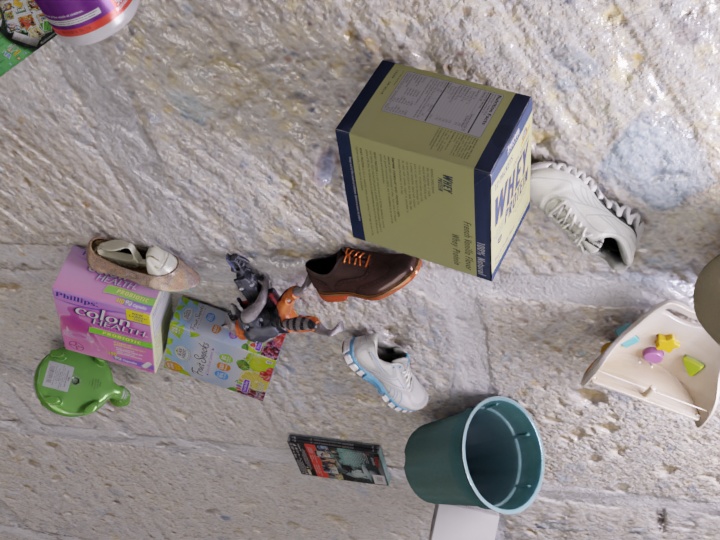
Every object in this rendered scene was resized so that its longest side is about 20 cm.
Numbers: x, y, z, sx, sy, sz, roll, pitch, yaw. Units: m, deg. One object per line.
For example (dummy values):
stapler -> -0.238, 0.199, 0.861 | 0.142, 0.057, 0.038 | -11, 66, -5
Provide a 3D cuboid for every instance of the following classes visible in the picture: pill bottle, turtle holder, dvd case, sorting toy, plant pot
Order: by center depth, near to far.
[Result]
pill bottle -> -0.343, -0.366, 1.156 | 0.111, 0.113, 0.201 | -2, 141, 23
sorting toy -> 0.457, 0.118, 1.501 | 0.198, 0.107, 0.181 | 20, 137, -4
plant pot -> 0.192, 0.338, 1.822 | 0.200, 0.201, 0.195 | 36, 148, -25
turtle holder -> -0.556, 0.220, 2.011 | 0.184, 0.142, 0.132 | -13, 174, -28
dvd case -> -0.044, 0.398, 2.119 | 0.198, 0.022, 0.147 | 5, 142, 17

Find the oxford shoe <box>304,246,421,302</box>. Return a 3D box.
oxford shoe -> 0.000, 0.000, 1.541 | 0.199, 0.072, 0.073 | -13, 130, 34

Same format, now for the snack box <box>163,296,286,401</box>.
snack box -> -0.248, 0.144, 1.827 | 0.198, 0.068, 0.169 | 20, 144, -2

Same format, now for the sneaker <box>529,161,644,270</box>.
sneaker -> 0.287, -0.072, 1.326 | 0.199, 0.082, 0.075 | 29, 144, -15

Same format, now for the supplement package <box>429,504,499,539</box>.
supplement package -> 0.202, 0.493, 1.982 | 0.120, 0.121, 0.200 | 12, -174, 5

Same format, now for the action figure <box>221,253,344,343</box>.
action figure -> -0.150, 0.061, 1.652 | 0.192, 0.105, 0.200 | -15, 133, 28

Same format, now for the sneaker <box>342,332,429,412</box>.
sneaker -> 0.062, 0.175, 1.746 | 0.086, 0.075, 0.200 | -26, 127, 36

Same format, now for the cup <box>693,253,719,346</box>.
cup -> 0.519, 0.039, 1.312 | 0.200, 0.201, 0.143 | 37, 166, -27

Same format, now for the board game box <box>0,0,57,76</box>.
board game box -> -0.465, -0.328, 1.329 | 0.199, 0.024, 0.105 | -19, 133, 38

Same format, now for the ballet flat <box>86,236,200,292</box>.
ballet flat -> -0.362, -0.013, 1.668 | 0.198, 0.068, 0.068 | 10, 136, 6

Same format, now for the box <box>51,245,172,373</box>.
box -> -0.430, 0.072, 1.777 | 0.174, 0.097, 0.201 | 15, 143, 2

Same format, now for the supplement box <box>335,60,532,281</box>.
supplement box -> 0.096, -0.123, 1.252 | 0.198, 0.135, 0.201 | 18, 147, 21
